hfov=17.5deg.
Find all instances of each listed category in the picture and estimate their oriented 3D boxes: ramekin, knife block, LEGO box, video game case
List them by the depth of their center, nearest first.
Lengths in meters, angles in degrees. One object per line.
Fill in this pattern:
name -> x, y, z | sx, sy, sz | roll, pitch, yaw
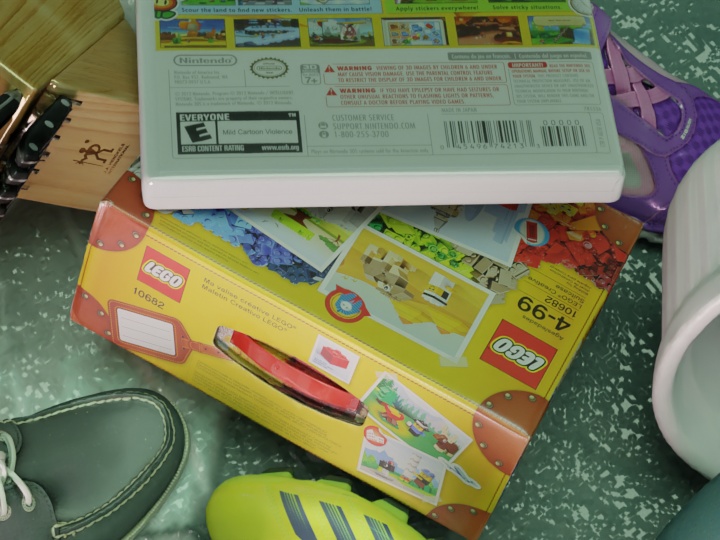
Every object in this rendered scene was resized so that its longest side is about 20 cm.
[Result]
knife block -> -0.175, -0.091, 0.982 | 0.175, 0.064, 0.201 | 12, 37, -41
ramekin -> 0.220, 0.011, 0.991 | 0.199, 0.201, 0.098 | 5, 51, -5
video game case -> 0.003, -0.102, 1.002 | 0.198, 0.023, 0.183 | -1, 52, -7
LEGO box -> 0.000, 0.000, 1.006 | 0.199, 0.077, 0.149 | 28, 46, 6

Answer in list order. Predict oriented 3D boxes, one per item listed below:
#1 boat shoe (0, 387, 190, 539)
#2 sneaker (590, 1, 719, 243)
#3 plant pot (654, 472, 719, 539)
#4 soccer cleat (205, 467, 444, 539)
boat shoe -> -0.159, 0.102, 0.976 | 0.199, 0.062, 0.073 | -25, 72, -16
sneaker -> 0.101, -0.085, 1.075 | 0.199, 0.089, 0.081 | 28, 65, 4
plant pot -> 0.174, 0.164, 0.939 | 0.134, 0.200, 0.202 | -21, 67, 21
soccer cleat -> 0.015, 0.155, 0.969 | 0.199, 0.065, 0.084 | 33, 50, 5
